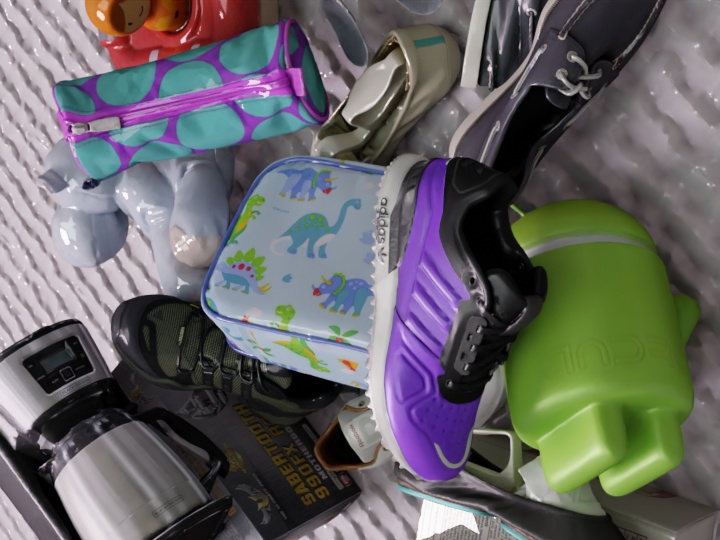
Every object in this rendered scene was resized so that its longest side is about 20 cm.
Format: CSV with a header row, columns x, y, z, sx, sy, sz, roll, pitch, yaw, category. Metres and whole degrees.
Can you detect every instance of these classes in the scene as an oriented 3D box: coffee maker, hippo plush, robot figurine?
x,y,z,sx,sy,sz,roll,pitch,yaw,category
-0.220,0.167,0.911,0.200,0.135,0.192,48,117,17,coffee maker
-0.189,-0.056,0.975,0.160,0.159,0.200,5,118,-6,hippo plush
0.147,0.041,0.755,0.116,0.175,0.200,129,142,-52,robot figurine

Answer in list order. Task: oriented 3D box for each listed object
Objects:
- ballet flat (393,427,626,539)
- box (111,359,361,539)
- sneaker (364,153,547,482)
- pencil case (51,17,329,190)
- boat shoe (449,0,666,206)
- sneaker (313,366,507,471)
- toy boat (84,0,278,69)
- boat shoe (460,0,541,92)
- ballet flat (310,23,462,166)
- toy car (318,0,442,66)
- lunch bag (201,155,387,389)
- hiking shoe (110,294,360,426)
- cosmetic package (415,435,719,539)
x,y,z,sx,sy,sz,roll,pitch,yaw,category
0.106,0.148,0.790,0.200,0.068,0.069,18,94,36,ballet flat
-0.109,0.149,1.014,0.048,0.158,0.200,-47,73,25,box
0.061,0.031,0.684,0.099,0.069,0.201,3,98,39,sneaker
-0.127,-0.126,0.877,0.199,0.092,0.085,-13,101,12,pencil case
0.134,-0.119,0.751,0.200,0.073,0.063,-50,31,27,boat shoe
0.039,0.117,0.931,0.200,0.085,0.073,-39,77,40,sneaker
-0.165,-0.218,0.948,0.200,0.131,0.131,0,101,40,toy boat
0.117,-0.211,0.764,0.066,0.075,0.200,14,109,4,boat shoe
0.000,-0.112,0.894,0.070,0.069,0.200,51,131,14,ballet flat
-0.020,-0.250,0.813,0.164,0.158,0.200,-30,93,52,toy car
0.000,0.000,0.843,0.200,0.161,0.083,11,154,24,lunch bag
-0.096,0.061,0.916,0.101,0.200,0.076,-23,52,45,hiking shoe
0.147,0.196,0.855,0.200,0.087,0.104,17,102,36,cosmetic package
